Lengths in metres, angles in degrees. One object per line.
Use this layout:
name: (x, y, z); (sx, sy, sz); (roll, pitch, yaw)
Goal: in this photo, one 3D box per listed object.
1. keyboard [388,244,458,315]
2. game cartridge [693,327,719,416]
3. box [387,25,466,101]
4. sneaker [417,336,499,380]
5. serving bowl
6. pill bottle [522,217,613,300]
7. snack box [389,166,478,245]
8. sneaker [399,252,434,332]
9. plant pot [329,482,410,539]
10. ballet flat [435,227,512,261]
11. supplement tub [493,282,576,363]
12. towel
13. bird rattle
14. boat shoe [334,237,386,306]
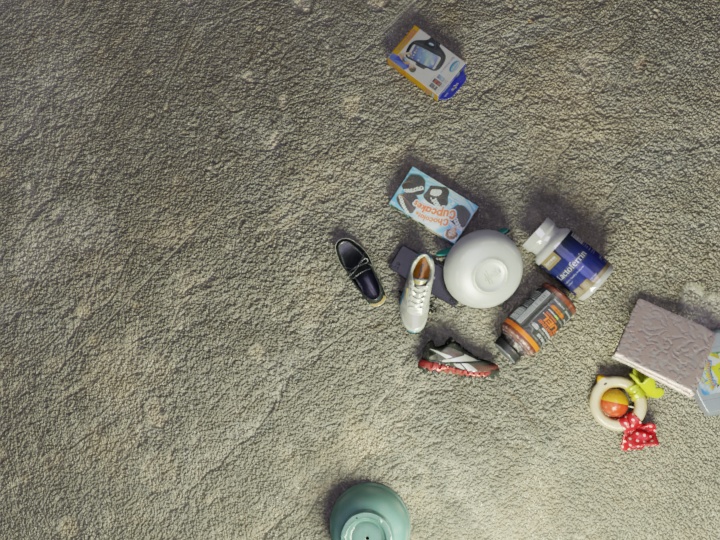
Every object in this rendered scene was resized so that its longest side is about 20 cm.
keyboard: (0.162, 0.033, 1.594); (0.200, 0.021, 0.127); (31, 85, 9)
game cartridge: (0.855, 0.243, 1.500); (0.133, 0.040, 0.200); (-13, 81, 7)
box: (0.184, -0.545, 1.660); (0.200, 0.041, 0.119); (39, 87, 11)
sneaker: (0.245, 0.216, 1.535); (0.200, 0.071, 0.098); (8, 85, 7)
serving bowl: (0.307, 0.004, 1.521); (0.200, 0.066, 0.200); (-2, 106, -9)
pill bottle: (0.502, -0.031, 1.526); (0.200, 0.116, 0.116); (42, 87, 9)
snack box: (0.188, -0.166, 1.609); (0.200, 0.037, 0.116); (32, 86, 8)
sneaker: (0.139, 0.053, 1.542); (0.076, 0.081, 0.200); (7, 83, 3)
plant pot: (0.019, 0.615, 1.469); (0.200, 0.134, 0.201); (-1, 82, 4)
ballet flat: (0.291, -0.044, 1.573); (0.200, 0.072, 0.072); (-19, 81, 3)
supplement tub: (0.418, 0.132, 1.516); (0.200, 0.107, 0.107); (-45, 81, -2)
towel: (0.711, 0.177, 1.463); (0.191, 0.032, 0.200); (27, 55, 21)
bird rattle: (0.633, 0.328, 1.495); (0.163, 0.113, 0.200); (11, 96, 18)
boat shoe: (0.000, 0.000, 1.590); (0.075, 0.062, 0.200); (-31, 80, 2)
